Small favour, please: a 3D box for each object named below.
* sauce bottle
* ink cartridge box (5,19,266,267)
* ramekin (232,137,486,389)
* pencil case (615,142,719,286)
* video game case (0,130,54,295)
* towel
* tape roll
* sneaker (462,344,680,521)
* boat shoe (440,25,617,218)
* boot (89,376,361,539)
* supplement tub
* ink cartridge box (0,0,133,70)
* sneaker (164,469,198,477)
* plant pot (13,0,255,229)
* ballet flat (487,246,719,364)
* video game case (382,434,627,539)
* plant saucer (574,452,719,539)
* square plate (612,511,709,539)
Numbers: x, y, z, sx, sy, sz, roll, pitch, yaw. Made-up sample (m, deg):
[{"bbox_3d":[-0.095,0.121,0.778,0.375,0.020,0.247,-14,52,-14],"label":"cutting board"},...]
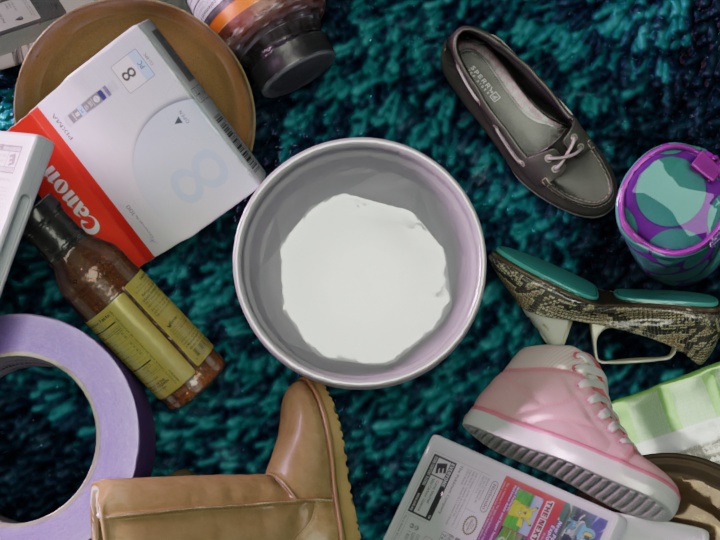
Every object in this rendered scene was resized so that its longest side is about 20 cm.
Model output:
[{"bbox_3d":[-0.196,0.023,1.265,0.066,0.066,0.200,-41,99,-5],"label":"sauce bottle"},{"bbox_3d":[-0.201,-0.081,1.267,0.200,0.047,0.160,-35,100,12],"label":"ink cartridge box"},{"bbox_3d":[0.000,0.000,1.268,0.200,0.105,0.200,0,81,1],"label":"ramekin"},{"bbox_3d":[0.249,-0.040,1.220,0.092,0.200,0.085,-35,78,6],"label":"pencil case"},{"bbox_3d":[-0.334,-0.027,1.258,0.200,0.022,0.183,9,78,46],"label":"video game case"},{"bbox_3d":[0.279,0.185,1.269,0.149,0.031,0.200,-20,81,-3],"label":"towel"},{"bbox_3d":[-0.269,0.138,1.262,0.200,0.085,0.200,0,82,1],"label":"tape roll"},{"bbox_3d":[0.180,0.116,1.226,0.200,0.075,0.105,21,69,43],"label":"sneaker"},{"bbox_3d":[0.139,-0.124,1.308,0.067,0.057,0.200,-41,82,-5],"label":"boat shoe"},{"bbox_3d":[-0.110,0.165,1.213,0.200,0.066,0.175,-3,54,-18],"label":"boot"},{"bbox_3d":[-0.098,-0.246,1.309,0.107,0.107,0.200,-30,82,-3],"label":"supplement tub"},{"bbox_3d":[-0.285,-0.252,1.293,0.200,0.084,0.146,-18,119,-2],"label":"ink cartridge box"},{"bbox_3d":[-0.077,0.236,1.255,0.090,0.067,0.200,-26,71,-19],"label":"sneaker"},{"bbox_3d":[-0.185,-0.129,1.294,0.200,0.027,0.200,1,110,3],"label":"plant pot"},{"bbox_3d":[0.195,0.039,1.282,0.200,0.068,0.075,13,104,2],"label":"ballet flat"},{"bbox_3d":[0.089,0.250,1.224,0.182,0.023,0.200,21,80,36],"label":"video game case"},{"bbox_3d":[0.243,0.245,1.235,0.200,0.029,0.200,-2,84,16],"label":"plant saucer"},{"bbox_3d":[0.155,0.278,1.206,0.200,0.028,0.198,7,73,31],"label":"square plate"}]
